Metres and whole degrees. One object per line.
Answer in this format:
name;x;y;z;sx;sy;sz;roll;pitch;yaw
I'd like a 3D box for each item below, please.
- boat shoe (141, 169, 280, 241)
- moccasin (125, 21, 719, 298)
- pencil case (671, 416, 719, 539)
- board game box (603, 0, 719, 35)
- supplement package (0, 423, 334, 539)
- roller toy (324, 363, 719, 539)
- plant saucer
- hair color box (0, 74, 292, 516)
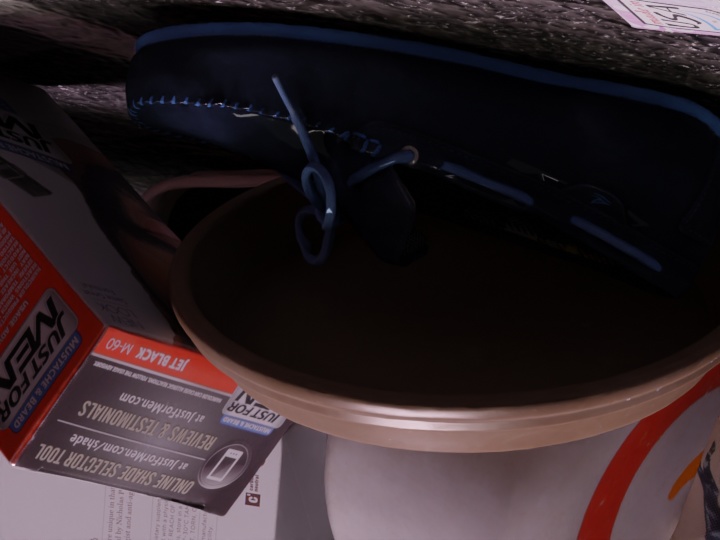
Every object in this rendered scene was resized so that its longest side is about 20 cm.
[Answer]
boat shoe;0.000;0.000;1.125;0.199;0.074;0.065;7;176;18
moccasin;0.017;-0.034;0.863;0.199;0.069;0.080;9;172;14
pencil case;0.152;0.075;0.927;0.077;0.201;0.089;20;-179;25
board game box;0.109;-0.082;0.483;0.198;0.044;0.200;9;172;28
supplement package;-0.116;0.122;1.150;0.199;0.193;0.147;8;-166;12
roller toy;0.094;0.074;1.030;0.199;0.184;0.139;-12;-153;-38
plant saucer;0.036;0.009;0.901;0.199;0.030;0.200;-2;-155;1
hair color box;-0.118;-0.004;0.963;0.111;0.064;0.200;20;-159;-50
